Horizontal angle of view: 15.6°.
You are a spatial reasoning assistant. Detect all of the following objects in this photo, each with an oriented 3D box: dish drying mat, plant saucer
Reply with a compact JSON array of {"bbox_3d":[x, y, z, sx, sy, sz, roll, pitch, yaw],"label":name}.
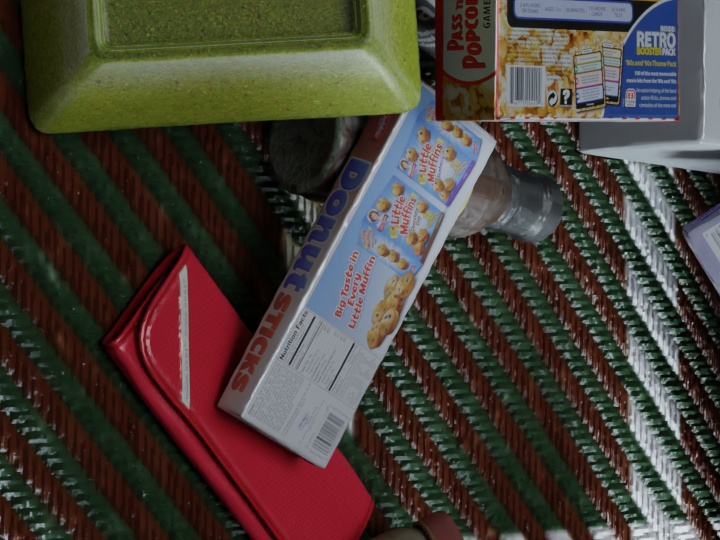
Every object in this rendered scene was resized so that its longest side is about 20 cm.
[{"bbox_3d":[-0.059,0.083,1.385,0.200,0.018,0.077,55,51,-29],"label":"dish drying mat"},{"bbox_3d":[-0.069,-0.174,1.291,0.198,0.048,0.201,-4,90,-9],"label":"plant saucer"}]

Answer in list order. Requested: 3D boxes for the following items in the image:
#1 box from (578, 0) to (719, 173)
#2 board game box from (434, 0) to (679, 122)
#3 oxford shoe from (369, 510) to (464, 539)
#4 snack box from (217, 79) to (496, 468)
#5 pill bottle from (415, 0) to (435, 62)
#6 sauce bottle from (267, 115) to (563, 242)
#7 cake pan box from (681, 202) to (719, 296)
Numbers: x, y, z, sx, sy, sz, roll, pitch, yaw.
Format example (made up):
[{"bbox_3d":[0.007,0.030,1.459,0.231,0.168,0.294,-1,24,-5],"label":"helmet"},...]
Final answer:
[{"bbox_3d":[0.235,-0.129,1.653,0.199,0.097,0.125,6,84,-47],"label":"box"},{"bbox_3d":[0.106,-0.179,1.387,0.151,0.046,0.201,-2,93,-45],"label":"board game box"},{"bbox_3d":[0.030,0.234,1.450,0.074,0.070,0.201,-13,103,-16],"label":"oxford shoe"},{"bbox_3d":[0.000,0.000,1.383,0.072,0.024,0.201,35,80,-41],"label":"snack box"},{"bbox_3d":[0.029,-0.190,1.425,0.200,0.116,0.117,29,67,-41],"label":"pill bottle"},{"bbox_3d":[0.036,-0.052,1.461,0.199,0.064,0.065,17,75,-45],"label":"sauce bottle"},{"bbox_3d":[0.319,0.004,1.595,0.185,0.199,0.052,56,4,-2],"label":"cake pan box"}]
